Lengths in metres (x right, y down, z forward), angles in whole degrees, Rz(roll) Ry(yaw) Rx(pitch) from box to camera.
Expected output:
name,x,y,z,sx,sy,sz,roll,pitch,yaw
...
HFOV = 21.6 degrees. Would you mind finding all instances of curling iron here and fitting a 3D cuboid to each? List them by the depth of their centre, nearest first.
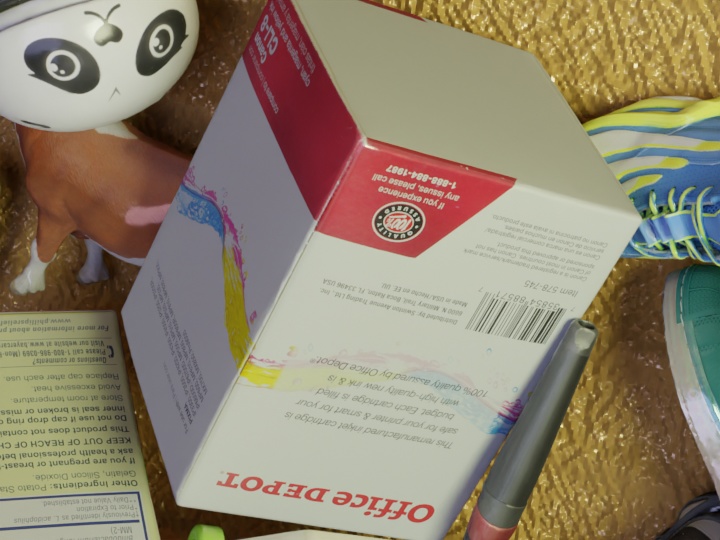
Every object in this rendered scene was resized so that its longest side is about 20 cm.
name,x,y,z,sx,sy,sz,roll,pitch,yaw
curling iron,0.068,0.109,0.855,0.026,0.049,0.201,42,124,47

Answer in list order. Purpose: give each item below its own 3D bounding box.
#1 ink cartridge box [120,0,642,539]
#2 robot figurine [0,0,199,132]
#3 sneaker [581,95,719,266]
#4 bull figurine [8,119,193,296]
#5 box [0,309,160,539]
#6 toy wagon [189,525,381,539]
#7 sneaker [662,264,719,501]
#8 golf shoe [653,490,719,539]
name,x,y,z,sx,sy,sz,roll,pitch,yaw
ink cartridge box,0.000,0.000,0.862,0.200,0.145,0.145,-61,32,26
robot figurine,-0.152,-0.168,0.919,0.150,0.125,0.201,-18,89,25
sneaker,0.154,-0.037,0.826,0.199,0.105,0.076,-9,101,28
bull figurine,-0.126,-0.032,0.991,0.200,0.065,0.122,27,123,23
box,-0.169,0.151,0.963,0.176,0.096,0.200,113,150,-47
toy wagon,-0.025,0.177,0.959,0.155,0.040,0.200,10,150,-15
sneaker,0.200,0.083,0.847,0.080,0.071,0.201,-24,74,22
golf shoe,0.133,0.200,0.918,0.078,0.094,0.200,28,117,15
